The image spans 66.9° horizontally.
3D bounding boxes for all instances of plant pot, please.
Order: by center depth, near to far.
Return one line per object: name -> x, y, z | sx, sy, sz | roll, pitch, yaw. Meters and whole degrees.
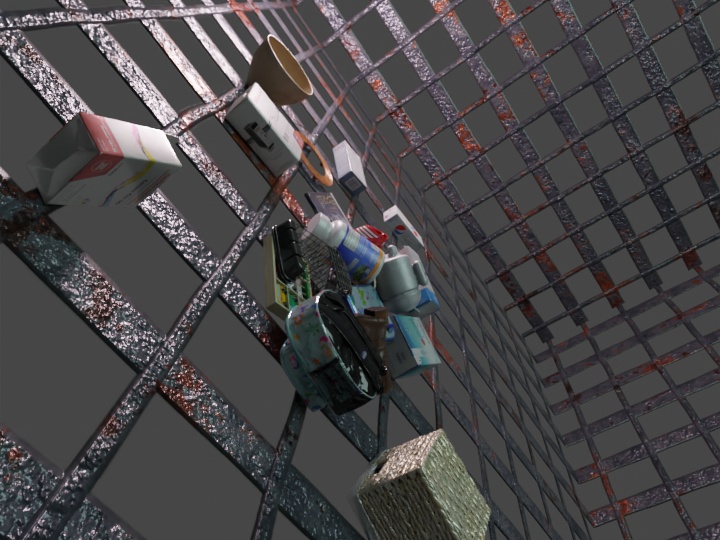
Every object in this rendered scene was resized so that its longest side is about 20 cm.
plant pot -> -0.255, -0.565, 1.612 | 0.200, 0.134, 0.201 | 48, 22, -26

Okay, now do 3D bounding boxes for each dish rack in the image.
dish rack -> -0.097, -0.016, 1.186 | 0.200, 0.054, 0.154 | 32, 33, -45

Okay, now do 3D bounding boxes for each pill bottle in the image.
pill bottle -> -0.046, -0.055, 1.366 | 0.200, 0.112, 0.112 | 34, 27, -22

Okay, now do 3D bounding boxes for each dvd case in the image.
dvd case -> -0.086, -0.164, 1.605 | 0.149, 0.016, 0.200 | 59, 18, 3

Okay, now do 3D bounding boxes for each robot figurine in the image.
robot figurine -> 0.097, 0.033, 1.502 | 0.113, 0.169, 0.201 | -5, 75, -76

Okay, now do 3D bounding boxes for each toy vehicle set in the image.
toy vehicle set -> -0.149, 0.028, 1.134 | 0.124, 0.026, 0.201 | 42, 25, -40

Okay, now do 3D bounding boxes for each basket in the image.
basket -> 0.110, 0.421, 0.983 | 0.200, 0.161, 0.198 | 59, 20, 6

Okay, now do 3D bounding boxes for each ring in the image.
ring -> -0.154, -0.348, 1.712 | 0.201, 0.019, 0.201 | 50, 20, -26

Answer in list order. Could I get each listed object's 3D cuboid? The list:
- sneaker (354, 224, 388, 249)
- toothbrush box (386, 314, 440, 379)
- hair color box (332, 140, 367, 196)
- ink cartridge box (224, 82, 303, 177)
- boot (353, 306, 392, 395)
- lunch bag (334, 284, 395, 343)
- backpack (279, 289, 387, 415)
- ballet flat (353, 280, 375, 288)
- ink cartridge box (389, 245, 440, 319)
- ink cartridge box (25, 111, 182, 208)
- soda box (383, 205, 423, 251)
sneaker -> 0.041, -0.038, 1.568 | 0.201, 0.115, 0.078 | 61, 18, -4
toothbrush box -> 0.124, 0.205, 1.463 | 0.200, 0.085, 0.147 | 19, 43, -64
hair color box -> -0.039, -0.371, 1.972 | 0.099, 0.060, 0.201 | 43, 25, -39
ink cartridge box -> -0.244, -0.364, 1.409 | 0.200, 0.083, 0.147 | 50, 20, -26
boot -> -0.009, 0.187, 1.153 | 0.186, 0.064, 0.201 | -5, 99, -31
lunch bag -> 0.003, 0.117, 1.304 | 0.200, 0.082, 0.161 | 8, 56, -65
backpack -> -0.058, 0.143, 0.994 | 0.201, 0.150, 0.178 | 62, 15, -11
ballet flat -> 0.000, 0.000, 1.478 | 0.068, 0.075, 0.201 | 25, 38, -61
ink cartridge box -> 0.129, 0.050, 1.619 | 0.084, 0.144, 0.201 | 34, 31, -53
ink cartridge box -> -0.342, -0.148, 0.776 | 0.068, 0.116, 0.200 | 59, 19, 6
soda box -> 0.173, -0.161, 2.181 | 0.200, 0.064, 0.068 | 48, 22, -31
